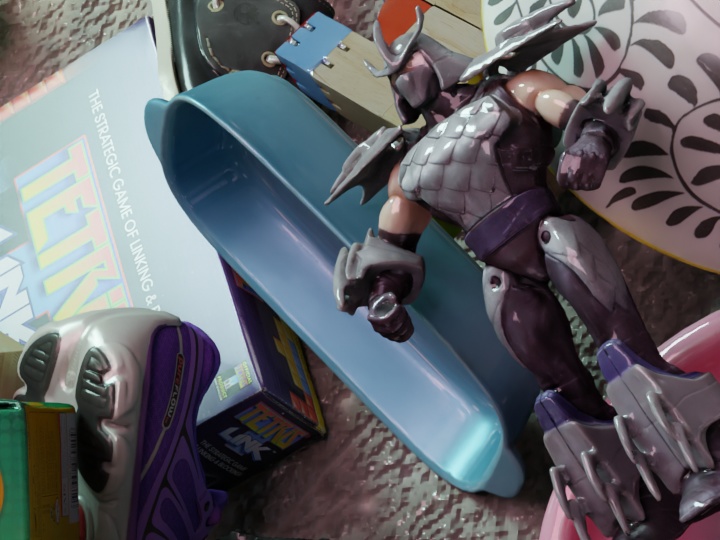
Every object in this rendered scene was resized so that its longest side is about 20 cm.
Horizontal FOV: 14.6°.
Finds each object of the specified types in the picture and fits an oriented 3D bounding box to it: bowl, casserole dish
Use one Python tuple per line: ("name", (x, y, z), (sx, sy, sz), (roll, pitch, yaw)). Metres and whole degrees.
("bowl", (0.148, -0.104, 0.968), (0.201, 0.094, 0.201), (5, 60, -9))
("casserole dish", (0.000, 0.000, 1.043), (0.039, 0.121, 0.200), (-41, 78, -18))

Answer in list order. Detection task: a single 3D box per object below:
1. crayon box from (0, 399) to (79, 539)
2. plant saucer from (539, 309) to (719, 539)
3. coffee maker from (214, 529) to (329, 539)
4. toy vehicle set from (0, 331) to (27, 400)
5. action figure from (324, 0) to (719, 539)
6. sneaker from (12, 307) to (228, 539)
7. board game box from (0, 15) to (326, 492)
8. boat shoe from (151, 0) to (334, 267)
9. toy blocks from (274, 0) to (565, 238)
("crayon box", (-0.129, 0.143, 0.945), (0.058, 0.119, 0.200), (-1, 87, 2))
("plant saucer", (0.157, 0.103, 0.953), (0.200, 0.051, 0.201), (-15, 59, 25))
("coffee maker", (-0.020, 0.202, 0.968), (0.135, 0.192, 0.200), (15, 78, 2))
("toy vehicle set", (-0.185, 0.106, 1.109), (0.124, 0.027, 0.200), (28, 114, 47))
("action figure", (0.059, -0.002, 0.930), (0.130, 0.069, 0.200), (-40, 77, 40))
("sneaker", (-0.088, 0.112, 1.055), (0.081, 0.083, 0.200), (26, 110, 43))
("board game box", (-0.118, 0.018, 1.167), (0.165, 0.057, 0.200), (-31, 54, 17))
("boat shoe", (-0.042, -0.088, 1.162), (0.068, 0.072, 0.200), (-29, 52, 22))
("toy blocks", (0.060, -0.103, 1.101), (0.200, 0.100, 0.137), (-45, 41, -9))
